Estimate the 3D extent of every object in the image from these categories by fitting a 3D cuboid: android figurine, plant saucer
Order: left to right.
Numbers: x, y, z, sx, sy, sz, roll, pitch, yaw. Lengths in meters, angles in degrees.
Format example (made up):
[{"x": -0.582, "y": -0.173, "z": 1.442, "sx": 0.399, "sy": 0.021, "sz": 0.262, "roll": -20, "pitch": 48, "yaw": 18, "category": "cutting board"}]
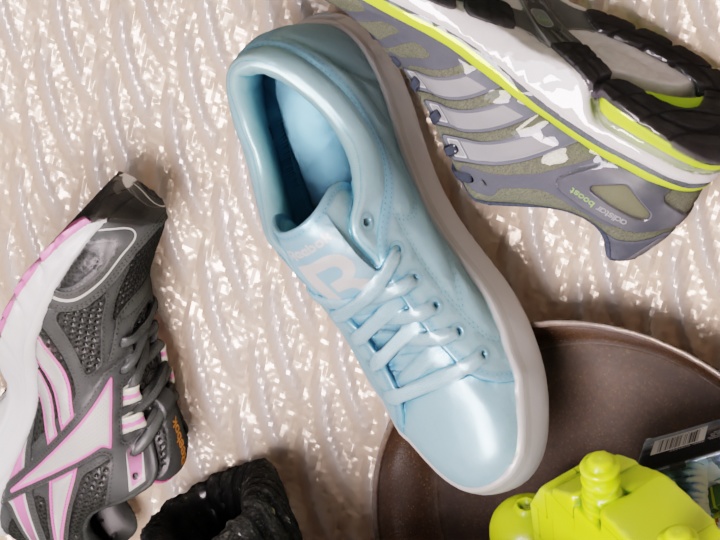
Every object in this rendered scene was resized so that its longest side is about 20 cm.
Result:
[{"x": 0.100, "y": 0.108, "z": 1.152, "sx": 0.199, "sy": 0.032, "sz": 0.202, "roll": 10, "pitch": 115, "yaw": 23, "category": "plant saucer"}, {"x": 0.110, "y": 0.150, "z": 1.071, "sx": 0.182, "sy": 0.041, "sz": 0.201, "roll": 45, "pitch": 154, "yaw": 40, "category": "android figurine"}]

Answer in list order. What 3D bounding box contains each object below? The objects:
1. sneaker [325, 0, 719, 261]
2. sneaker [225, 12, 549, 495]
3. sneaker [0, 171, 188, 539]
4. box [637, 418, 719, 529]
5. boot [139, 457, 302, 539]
[{"x": 0.044, "y": -0.071, "z": 1.078, "sx": 0.199, "sy": 0.074, "sz": 0.081, "roll": 33, "pitch": 126, "yaw": 12, "category": "sneaker"}, {"x": 0.000, "y": 0.000, "z": 1.101, "sx": 0.074, "sy": 0.082, "sz": 0.201, "roll": -32, "pitch": 82, "yaw": 35, "category": "sneaker"}, {"x": -0.105, "y": 0.048, "z": 1.211, "sx": 0.086, "sy": 0.080, "sz": 0.201, "roll": 29, "pitch": 134, "yaw": 7, "category": "sneaker"}, {"x": 0.217, "y": 0.103, "z": 1.062, "sx": 0.199, "sy": 0.040, "sz": 0.138, "roll": -18, "pitch": 104, "yaw": 18, "category": "box"}, {"x": -0.006, "y": 0.160, "z": 1.161, "sx": 0.211, "sy": 0.079, "sz": 0.159, "roll": -3, "pitch": 115, "yaw": 58, "category": "boot"}]
